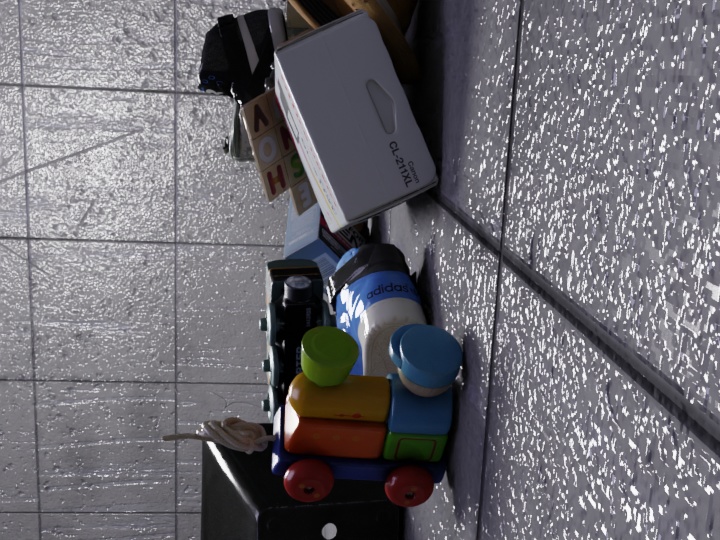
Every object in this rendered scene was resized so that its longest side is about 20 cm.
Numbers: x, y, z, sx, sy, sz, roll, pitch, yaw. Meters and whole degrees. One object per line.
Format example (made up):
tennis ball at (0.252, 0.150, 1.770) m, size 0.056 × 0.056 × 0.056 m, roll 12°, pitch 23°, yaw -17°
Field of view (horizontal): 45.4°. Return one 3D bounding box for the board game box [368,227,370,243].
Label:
board game box at (-0.009, 0.060, 1.205) m, size 0.137 × 0.034 × 0.202 m, roll -94°, pitch 7°, yaw -47°

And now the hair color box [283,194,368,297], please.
hair color box at (-0.041, -0.072, 1.130) m, size 0.099 × 0.060 × 0.202 m, roll 43°, pitch -148°, yaw -35°

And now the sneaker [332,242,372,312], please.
sneaker at (0.000, 0.000, 0.961) m, size 0.200 × 0.065 × 0.080 m, roll 119°, pitch 156°, yaw -79°

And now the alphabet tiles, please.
alphabet tiles at (-0.044, -0.162, 0.893) m, size 0.200 × 0.007 × 0.169 m, roll -42°, pitch -50°, yaw -39°

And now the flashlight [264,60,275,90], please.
flashlight at (-0.039, -0.151, 0.957) m, size 0.200 × 0.068 × 0.068 m, roll 48°, pitch -171°, yaw -51°

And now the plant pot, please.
plant pot at (-0.052, 0.269, 0.857) m, size 0.177 × 0.196 × 0.203 m, roll -170°, pitch 82°, yaw -73°

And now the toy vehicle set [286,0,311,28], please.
toy vehicle set at (-0.028, -0.329, 1.043) m, size 0.201 × 0.122 × 0.027 m, roll -98°, pitch 11°, yaw -60°

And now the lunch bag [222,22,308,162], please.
lunch bag at (-0.068, -0.211, 1.086) m, size 0.139 × 0.197 × 0.171 m, roll 141°, pitch 134°, yaw -86°

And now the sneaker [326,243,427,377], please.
sneaker at (0.007, 0.062, 0.769) m, size 0.201 × 0.075 × 0.112 m, roll 103°, pitch 162°, yaw -47°

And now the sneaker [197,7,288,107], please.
sneaker at (-0.128, -0.191, 0.987) m, size 0.073 × 0.110 × 0.203 m, roll -67°, pitch -29°, yaw -84°

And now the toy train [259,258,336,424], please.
toy train at (-0.073, 0.084, 0.965) m, size 0.114 × 0.084 × 0.203 m, roll -110°, pitch 20°, yaw -59°

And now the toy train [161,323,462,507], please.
toy train at (-0.033, 0.086, 0.574) m, size 0.085 × 0.197 × 0.117 m, roll -94°, pitch 13°, yaw -51°

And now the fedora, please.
fedora at (-0.003, -0.252, 0.751) m, size 0.082 × 0.200 × 0.201 m, roll -49°, pitch 4°, yaw -3°

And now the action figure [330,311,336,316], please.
action figure at (-0.026, 0.143, 1.026) m, size 0.200 × 0.103 × 0.196 m, roll 98°, pitch 162°, yaw -75°

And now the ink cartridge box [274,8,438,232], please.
ink cartridge box at (-0.012, -0.118, 0.744) m, size 0.200 × 0.082 × 0.147 m, roll -179°, pitch 65°, yaw -85°
